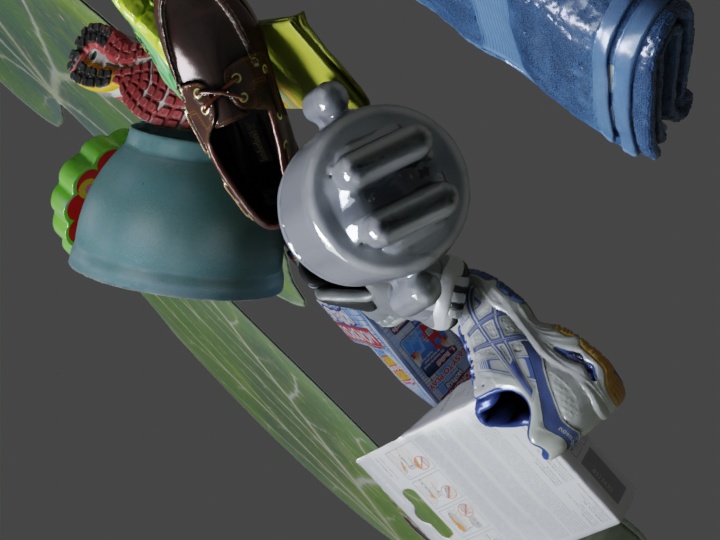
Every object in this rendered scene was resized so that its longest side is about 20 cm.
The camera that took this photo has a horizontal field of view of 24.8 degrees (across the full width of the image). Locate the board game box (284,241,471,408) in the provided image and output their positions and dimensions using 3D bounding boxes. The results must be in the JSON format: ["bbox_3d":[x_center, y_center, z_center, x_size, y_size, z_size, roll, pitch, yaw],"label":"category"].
[{"bbox_3d":[0.018,0.038,1.508,0.200,0.062,0.200,49,169,-11],"label":"board game box"}]

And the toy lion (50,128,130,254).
[{"bbox_3d":[-0.207,-0.070,1.619,0.069,0.192,0.200,37,166,39],"label":"toy lion"}]

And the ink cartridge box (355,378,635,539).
[{"bbox_3d":[0.115,0.177,1.425,0.161,0.050,0.200,48,137,-10],"label":"ink cartridge box"}]

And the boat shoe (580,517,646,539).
[{"bbox_3d":[0.177,0.209,1.493,0.201,0.072,0.061,46,165,-13],"label":"boat shoe"}]

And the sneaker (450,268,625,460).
[{"bbox_3d":[0.104,0.067,1.224,0.200,0.088,0.075,34,166,52],"label":"sneaker"}]

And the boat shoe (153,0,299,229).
[{"bbox_3d":[-0.089,-0.121,1.156,0.070,0.070,0.201,-95,-18,-56],"label":"boat shoe"}]

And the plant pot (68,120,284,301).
[{"bbox_3d":[-0.159,-0.062,1.496,0.199,0.135,0.200,9,-169,-2],"label":"plant pot"}]

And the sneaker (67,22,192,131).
[{"bbox_3d":[-0.183,-0.177,1.510,0.082,0.078,0.200,18,-171,-47],"label":"sneaker"}]

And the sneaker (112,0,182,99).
[{"bbox_3d":[-0.145,-0.187,1.221,0.201,0.074,0.083,60,162,-13],"label":"sneaker"}]

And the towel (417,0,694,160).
[{"bbox_3d":[0.065,-0.136,0.747,0.200,0.049,0.112,41,167,25],"label":"towel"}]

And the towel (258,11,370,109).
[{"bbox_3d":[-0.052,-0.153,1.213,0.086,0.018,0.200,46,169,-19],"label":"towel"}]

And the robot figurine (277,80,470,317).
[{"bbox_3d":[0.006,-0.047,1.108,0.200,0.112,0.171,167,82,-77],"label":"robot figurine"}]

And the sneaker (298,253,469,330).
[{"bbox_3d":[0.000,0.000,1.285,0.115,0.076,0.200,12,176,-19],"label":"sneaker"}]
